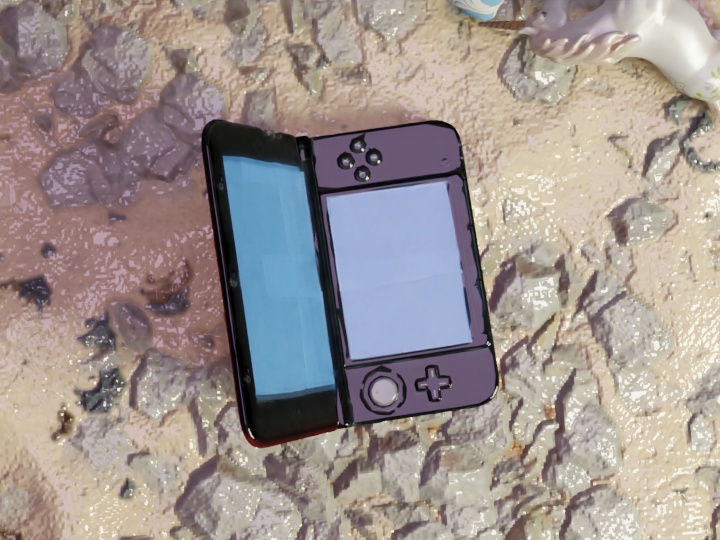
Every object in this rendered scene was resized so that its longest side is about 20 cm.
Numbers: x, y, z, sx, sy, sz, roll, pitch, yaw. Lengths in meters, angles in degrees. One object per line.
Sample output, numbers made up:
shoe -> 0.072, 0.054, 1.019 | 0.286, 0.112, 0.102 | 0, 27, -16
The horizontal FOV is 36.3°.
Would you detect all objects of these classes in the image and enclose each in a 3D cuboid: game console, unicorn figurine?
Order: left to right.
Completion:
game console -> 0.000, 0.000, 0.705 | 0.171, 0.119, 0.201 | -8, 86, -2
unicorn figurine -> 0.204, -0.173, 0.748 | 0.200, 0.074, 0.138 | 33, 95, -4

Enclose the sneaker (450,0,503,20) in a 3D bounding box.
sneaker -> 0.117, -0.259, 0.761 | 0.072, 0.073, 0.200 | 27, 71, 28
